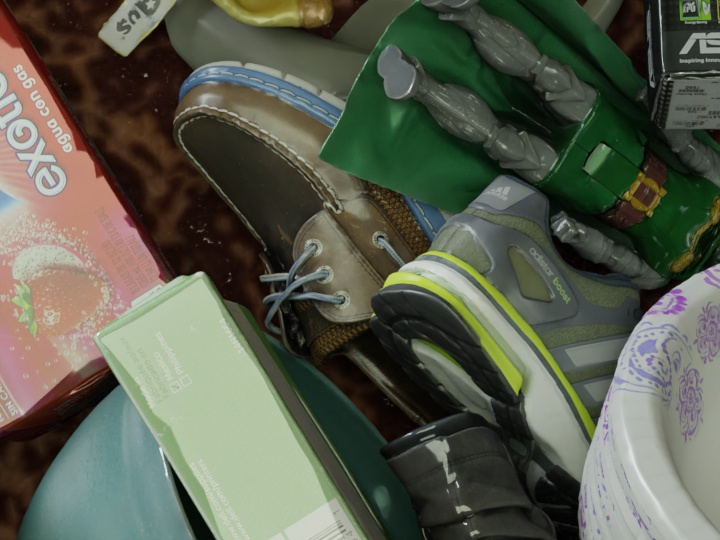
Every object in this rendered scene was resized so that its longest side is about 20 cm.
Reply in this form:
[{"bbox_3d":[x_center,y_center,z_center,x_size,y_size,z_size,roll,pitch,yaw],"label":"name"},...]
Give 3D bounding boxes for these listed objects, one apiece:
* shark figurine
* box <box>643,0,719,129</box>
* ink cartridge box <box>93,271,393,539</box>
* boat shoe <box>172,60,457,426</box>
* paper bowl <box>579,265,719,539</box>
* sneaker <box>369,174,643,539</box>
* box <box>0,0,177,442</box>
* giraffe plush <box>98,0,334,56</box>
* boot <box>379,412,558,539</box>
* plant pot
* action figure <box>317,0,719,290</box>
[{"bbox_3d":[0.035,-0.084,1.114,0.214,0.090,0.128,-15,86,1],"label":"shark figurine"},{"bbox_3d":[0.206,-0.148,1.062,0.200,0.048,0.193,-1,63,0],"label":"box"},{"bbox_3d":[-0.028,0.077,0.968,0.048,0.200,0.146,-32,86,-2],"label":"ink cartridge box"},{"bbox_3d":[0.000,0.000,1.088,0.200,0.072,0.072,39,55,-7],"label":"boat shoe"},{"bbox_3d":[0.176,0.094,0.984,0.200,0.104,0.201,7,44,-7],"label":"paper bowl"},{"bbox_3d":[0.086,0.045,1.059,0.081,0.074,0.200,-54,130,-19],"label":"sneaker"},{"bbox_3d":[-0.154,-0.037,1.104,0.095,0.100,0.200,-32,86,-2],"label":"box"},{"bbox_3d":[-0.069,-0.199,1.063,0.172,0.162,0.200,20,78,22],"label":"giraffe plush"},{"bbox_3d":[0.066,0.130,1.026,0.070,0.200,0.132,-22,63,-2],"label":"boot"},{"bbox_3d":[-0.060,0.137,1.055,0.134,0.200,0.200,-34,85,21],"label":"plant pot"},{"bbox_3d":[0.090,-0.045,1.085,0.200,0.055,0.118,32,94,-34],"label":"action figure"}]
